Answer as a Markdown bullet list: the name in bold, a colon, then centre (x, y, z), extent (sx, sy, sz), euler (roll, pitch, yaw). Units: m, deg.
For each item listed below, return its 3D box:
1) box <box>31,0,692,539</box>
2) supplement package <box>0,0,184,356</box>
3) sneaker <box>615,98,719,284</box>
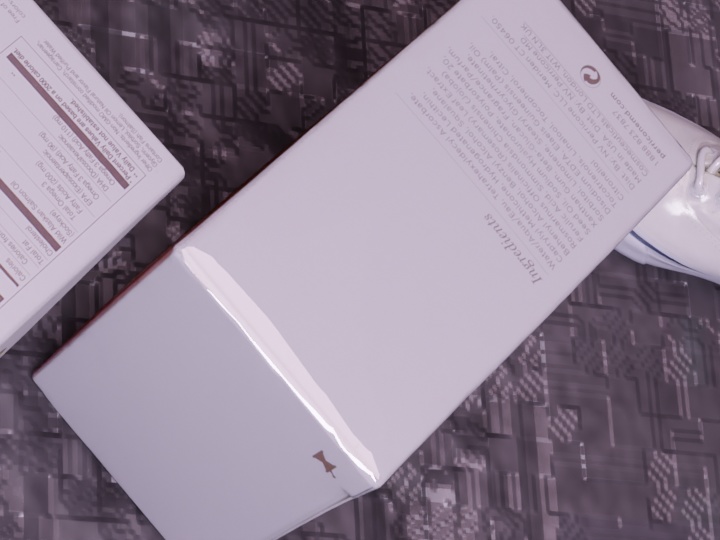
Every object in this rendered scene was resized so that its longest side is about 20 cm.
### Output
- **box**: centre (0.000, 0.000, 0.887), extent (0.107, 0.152, 0.200), euler (50, 56, -3)
- **supplement package**: centre (-0.195, -0.003, 0.781), extent (0.151, 0.152, 0.200), euler (47, 55, -4)
- **sneaker**: centre (0.173, -0.028, 1.039), extent (0.199, 0.071, 0.073), euler (27, 60, -17)
